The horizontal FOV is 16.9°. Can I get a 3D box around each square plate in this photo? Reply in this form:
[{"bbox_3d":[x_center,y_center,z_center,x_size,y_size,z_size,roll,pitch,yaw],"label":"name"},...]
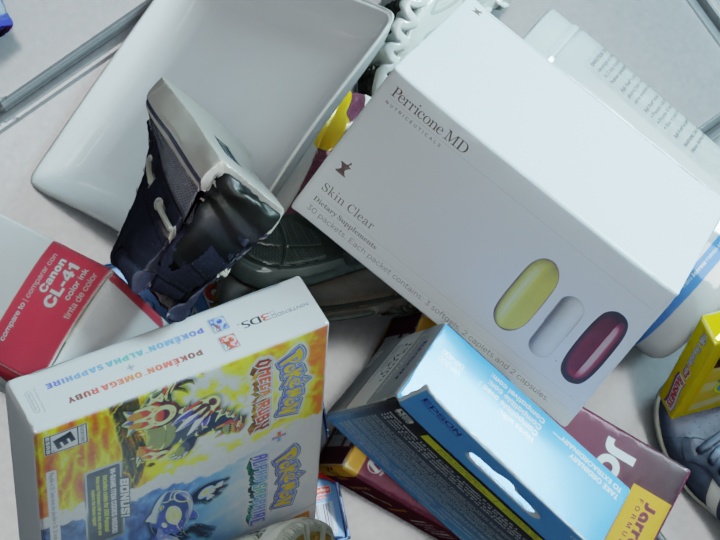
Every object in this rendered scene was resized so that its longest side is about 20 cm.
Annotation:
[{"bbox_3d":[-0.091,-0.101,1.508,0.198,0.028,0.200,28,81,43],"label":"square plate"}]

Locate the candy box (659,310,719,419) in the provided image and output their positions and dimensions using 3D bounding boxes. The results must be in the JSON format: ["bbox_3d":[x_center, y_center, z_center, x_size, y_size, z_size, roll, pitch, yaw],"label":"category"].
[{"bbox_3d":[0.291,0.038,1.518,0.199,0.102,0.026,-14,65,-17],"label":"candy box"}]

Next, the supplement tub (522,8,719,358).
[{"bbox_3d":[0.155,-0.053,1.522,0.200,0.132,0.132,41,83,1],"label":"supplement tub"}]

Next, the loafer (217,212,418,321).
[{"bbox_3d":[0.000,0.000,1.457,0.199,0.072,0.063,-5,128,-32],"label":"loafer"}]

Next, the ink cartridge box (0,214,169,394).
[{"bbox_3d":[-0.213,0.022,1.441,0.200,0.148,0.086,28,79,27],"label":"ink cartridge box"}]

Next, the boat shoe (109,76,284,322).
[{"bbox_3d":[-0.110,-0.042,1.388,0.075,0.200,0.093,40,97,-21],"label":"boat shoe"}]

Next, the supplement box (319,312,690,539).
[{"bbox_3d":[0.087,0.123,1.505,0.200,0.086,0.111,30,80,-10],"label":"supplement box"}]

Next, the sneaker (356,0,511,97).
[{"bbox_3d":[0.061,-0.181,1.561,0.081,0.075,0.201,27,86,-15],"label":"sneaker"}]

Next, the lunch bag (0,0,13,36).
[{"bbox_3d":[-0.338,-0.188,1.507,0.200,0.124,0.170,-25,87,-20],"label":"lunch bag"}]

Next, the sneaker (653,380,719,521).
[{"bbox_3d":[0.262,0.146,1.532,0.075,0.085,0.200,-37,88,-7],"label":"sneaker"}]

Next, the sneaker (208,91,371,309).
[{"bbox_3d":[-0.027,-0.016,1.502,0.090,0.075,0.201,25,81,-9],"label":"sneaker"}]

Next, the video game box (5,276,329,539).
[{"bbox_3d":[-0.110,0.108,1.402,0.182,0.200,0.047,-22,55,-21],"label":"video game box"}]

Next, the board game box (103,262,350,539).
[{"bbox_3d":[-0.099,0.086,1.535,0.151,0.037,0.201,-10,86,-6],"label":"board game box"}]

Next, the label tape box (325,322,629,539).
[{"bbox_3d":[0.073,0.100,1.356,0.143,0.200,0.066,42,73,-7],"label":"label tape box"}]

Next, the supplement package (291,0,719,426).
[{"bbox_3d":[0.090,-0.038,1.389,0.200,0.156,0.111,38,118,2],"label":"supplement package"}]

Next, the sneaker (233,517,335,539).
[{"bbox_3d":[-0.083,0.183,1.429,0.087,0.200,0.076,4,92,25],"label":"sneaker"}]
